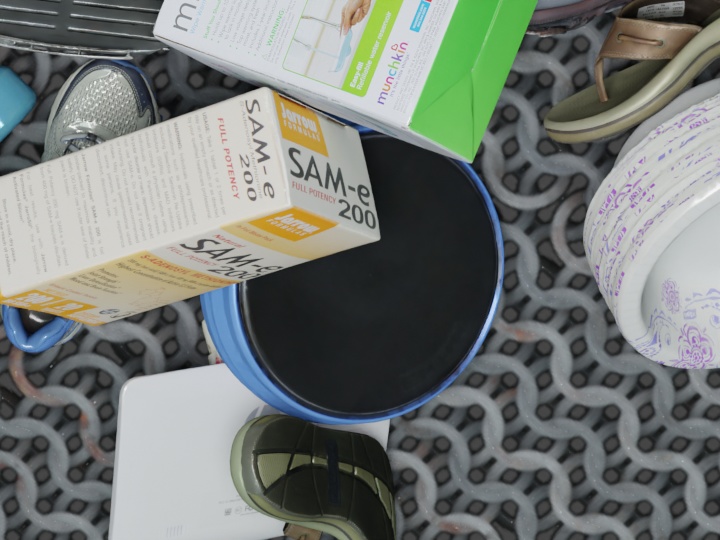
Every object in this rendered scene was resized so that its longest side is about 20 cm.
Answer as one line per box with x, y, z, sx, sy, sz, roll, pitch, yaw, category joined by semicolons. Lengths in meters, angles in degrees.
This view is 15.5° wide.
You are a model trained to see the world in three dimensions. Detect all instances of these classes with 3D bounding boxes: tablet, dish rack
-0.067;0.114;1.671;0.200;0.014;0.130;-8;115;-33;tablet
-0.164;-0.212;1.549;0.153;0.200;0.055;6;145;0;dish rack

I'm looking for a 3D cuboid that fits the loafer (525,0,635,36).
0.122;-0.163;1.570;0.072;0.200;0.063;33;131;33;loafer

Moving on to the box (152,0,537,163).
0.007;-0.186;1.468;0.176;0.097;0.200;21;88;28;box

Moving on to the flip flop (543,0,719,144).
0.186;-0.142;1.570;0.200;0.081;0.058;-35;101;34;flip flop

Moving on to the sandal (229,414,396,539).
-0.032;0.135;1.657;0.057;0.201;0.080;-12;64;28;sandal

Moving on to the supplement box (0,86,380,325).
-0.106;-0.032;1.528;0.200;0.126;0.074;-17;75;22;supplement box

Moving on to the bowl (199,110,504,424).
0.000;0.000;1.639;0.200;0.039;0.201;-6;103;-26;bowl

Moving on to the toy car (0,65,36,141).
-0.320;-0.098;1.589;0.184;0.200;0.177;43;103;-10;toy car

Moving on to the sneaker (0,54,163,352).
-0.176;-0.035;1.660;0.077;0.085;0.200;17;105;-2;sneaker

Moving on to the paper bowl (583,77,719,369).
0.231;-0.040;1.601;0.200;0.104;0.201;-14;144;-10;paper bowl

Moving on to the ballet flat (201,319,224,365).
-0.067;0.020;1.687;0.064;0.076;0.200;19;108;30;ballet flat
